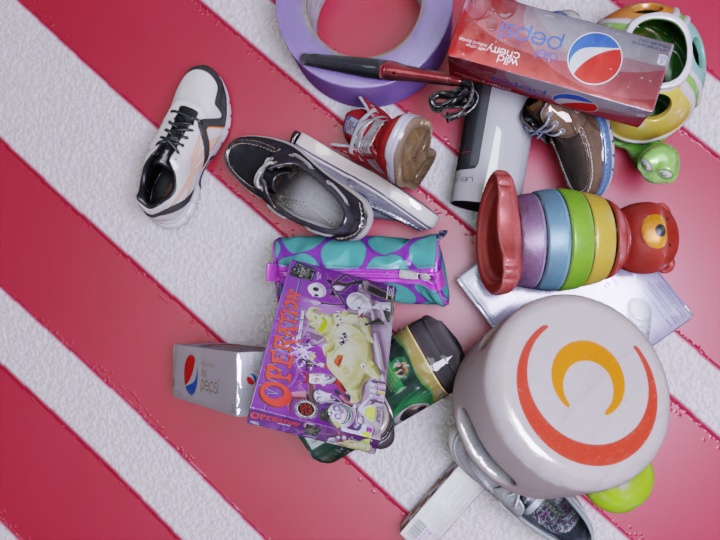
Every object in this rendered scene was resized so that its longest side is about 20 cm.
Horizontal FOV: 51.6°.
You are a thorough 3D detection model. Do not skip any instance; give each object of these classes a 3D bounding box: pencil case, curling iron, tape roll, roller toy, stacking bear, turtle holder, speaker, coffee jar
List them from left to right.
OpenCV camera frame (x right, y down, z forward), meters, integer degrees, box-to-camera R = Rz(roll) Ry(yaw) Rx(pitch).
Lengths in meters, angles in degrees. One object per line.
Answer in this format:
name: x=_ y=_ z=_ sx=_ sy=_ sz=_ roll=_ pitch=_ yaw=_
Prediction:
pencil case: x=0.000 y=0.000 z=0.844 sx=0.199 sy=0.092 sz=0.086 roll=-2 pitch=96 yaw=7
tape roll: x=0.007 y=-0.297 z=0.863 sx=0.199 sy=0.085 sz=0.201 roll=0 pitch=87 yaw=7
coffee jar: x=0.023 y=0.130 z=0.827 sx=0.199 sy=0.104 sz=0.086 roll=-31 pitch=69 yaw=3
curling iron: x=0.029 y=-0.205 z=0.800 sx=0.199 sy=0.026 sz=0.050 roll=18 pitch=86 yaw=7
speaker: x=0.157 y=-0.164 z=0.842 sx=0.081 sy=0.081 sz=0.201 roll=10 pitch=89 yaw=7
roller toy: x=0.189 y=0.124 z=0.731 sx=0.182 sy=0.140 sz=0.201 roll=14 pitch=67 yaw=-6
stacking bear: x=0.228 y=-0.033 z=0.766 sx=0.199 sy=0.114 sz=0.122 roll=-1 pitch=77 yaw=-4
turtle holder: x=0.296 y=-0.196 z=0.802 sx=0.140 sy=0.132 sz=0.186 roll=21 pitch=89 yaw=6

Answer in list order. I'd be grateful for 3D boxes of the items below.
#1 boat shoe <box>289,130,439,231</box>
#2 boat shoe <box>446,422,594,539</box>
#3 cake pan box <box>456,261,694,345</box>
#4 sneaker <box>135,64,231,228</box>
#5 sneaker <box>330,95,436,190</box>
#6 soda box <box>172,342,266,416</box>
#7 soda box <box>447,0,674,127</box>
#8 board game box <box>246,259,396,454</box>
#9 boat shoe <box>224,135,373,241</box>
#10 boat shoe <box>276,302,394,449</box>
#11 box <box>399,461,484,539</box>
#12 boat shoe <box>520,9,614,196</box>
boat shoe: x=-0.013 y=-0.076 z=0.866 sx=0.200 sy=0.075 sz=0.093 roll=32 pitch=97 yaw=15
boat shoe: x=0.177 y=0.228 z=0.792 sx=0.201 sy=0.072 sz=0.070 roll=41 pitch=92 yaw=-16
cake pan box: x=0.233 y=0.028 z=0.839 sx=0.184 sy=0.052 sz=0.200 roll=-38 pitch=84 yaw=1
sneaker: x=-0.209 y=-0.149 z=0.881 sx=0.073 sy=0.080 sz=0.201 roll=14 pitch=87 yaw=8
sneaker: x=0.018 y=-0.144 z=0.796 sx=0.112 sy=0.200 sz=0.071 roll=33 pitch=92 yaw=8
soda box: x=-0.140 y=0.113 z=0.801 sx=0.068 sy=0.200 sz=0.064 roll=2 pitch=86 yaw=-31
soda box: x=0.188 y=-0.203 z=0.721 sx=0.199 sy=0.063 sz=0.070 roll=19 pitch=90 yaw=10
board game box: x=-0.031 y=0.076 z=0.724 sx=0.119 sy=0.200 sz=0.032 roll=11 pitch=132 yaw=-2
boat shoe: x=-0.079 y=-0.093 z=0.816 sx=0.200 sy=0.060 sz=0.074 roll=36 pitch=104 yaw=20
boat shoe: x=-0.028 y=0.104 z=0.773 sx=0.067 sy=0.057 sz=0.200 roll=-34 pitch=56 yaw=-3
box: x=0.122 y=0.232 z=0.845 sx=0.041 sy=0.039 sz=0.200 roll=40 pitch=92 yaw=3
boat shoe: x=0.208 y=-0.170 z=0.789 sx=0.072 sy=0.072 sz=0.201 roll=-14 pitch=90 yaw=-20
